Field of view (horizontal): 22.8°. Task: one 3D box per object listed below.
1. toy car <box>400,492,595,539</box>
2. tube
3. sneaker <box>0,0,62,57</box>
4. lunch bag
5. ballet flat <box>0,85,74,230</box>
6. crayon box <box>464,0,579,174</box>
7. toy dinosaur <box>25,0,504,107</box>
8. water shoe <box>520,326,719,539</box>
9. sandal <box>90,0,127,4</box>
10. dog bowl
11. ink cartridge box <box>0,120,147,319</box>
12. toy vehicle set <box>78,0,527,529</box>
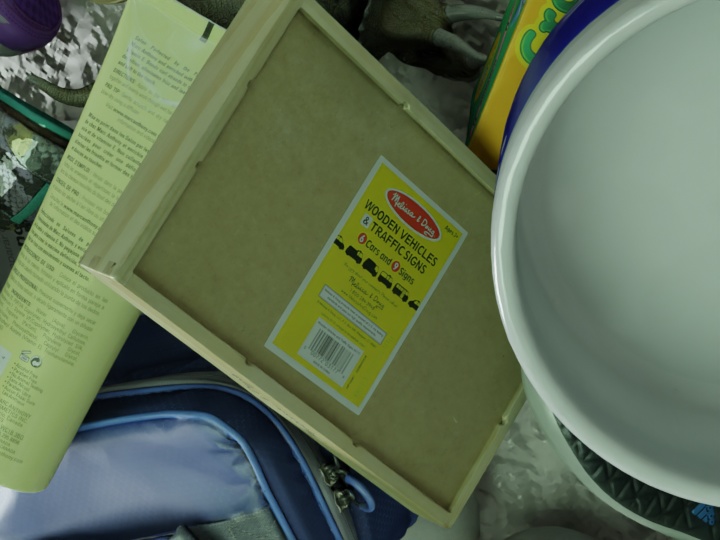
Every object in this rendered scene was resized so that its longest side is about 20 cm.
[{"bbox_3d":[0.026,0.198,0.880,0.199,0.150,0.175,30,128,11],"label":"toy car"},{"bbox_3d":[-0.102,-0.009,0.706,0.058,0.052,0.201,24,99,-19],"label":"tube"},{"bbox_3d":[-0.169,-0.195,0.817,0.088,0.081,0.201,-8,116,15],"label":"sneaker"},{"bbox_3d":[-0.074,0.101,0.787,0.199,0.132,0.136,-13,112,34],"label":"lunch bag"},{"bbox_3d":[-0.197,-0.075,0.849,0.200,0.072,0.072,39,137,45],"label":"ballet flat"},{"bbox_3d":[0.126,-0.116,0.682,0.118,0.058,0.201,18,126,-3],"label":"crayon box"},{"bbox_3d":[-0.045,-0.111,0.759,0.102,0.199,0.077,-28,67,57],"label":"toy dinosaur"},{"bbox_3d":[0.132,0.077,0.764,0.200,0.079,0.072,41,88,-21],"label":"water shoe"},{"bbox_3d":[-0.103,-0.219,0.775,0.077,0.070,0.213,-12,89,18],"label":"sandal"},{"bbox_3d":[0.146,-0.020,0.635,0.199,0.079,0.201,2,111,4],"label":"dog bowl"},{"bbox_3d":[-0.095,0.007,0.881,0.199,0.084,0.145,3,119,28],"label":"ink cartridge box"},{"bbox_3d":[0.000,0.000,0.687,0.200,0.125,0.026,41,166,-36],"label":"toy vehicle set"}]
